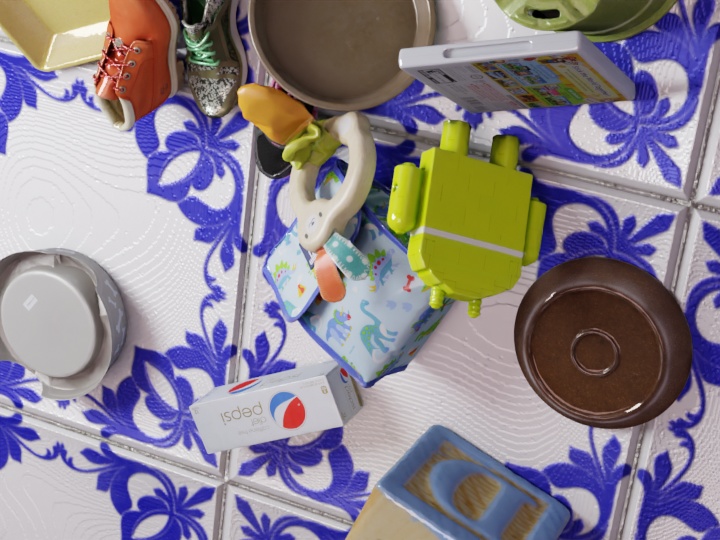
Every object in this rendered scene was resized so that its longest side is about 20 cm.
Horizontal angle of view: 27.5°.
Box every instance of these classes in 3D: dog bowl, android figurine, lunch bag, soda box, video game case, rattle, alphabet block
[{"bbox_3d":[-0.386,0.062,1.871,0.200,0.059,0.200,7,109,22],"label":"dog bowl"},{"bbox_3d":[0.114,-0.052,1.546,0.041,0.182,0.200,-14,67,64],"label":"android figurine"},{"bbox_3d":[0.000,0.000,1.643,0.200,0.127,0.170,44,117,17],"label":"lunch bag"},{"bbox_3d":[-0.102,0.164,1.773,0.200,0.064,0.068,-15,101,28],"label":"soda box"},{"bbox_3d":[0.160,-0.194,1.464,0.182,0.200,0.023,-2,81,25],"label":"video game case"},{"bbox_3d":[-0.060,-0.082,1.542,0.130,0.143,0.200,-2,70,33],"label":"rattle"},{"bbox_3d":[0.091,0.330,1.670,0.196,0.195,0.200,33,116,13],"label":"alphabet block"}]

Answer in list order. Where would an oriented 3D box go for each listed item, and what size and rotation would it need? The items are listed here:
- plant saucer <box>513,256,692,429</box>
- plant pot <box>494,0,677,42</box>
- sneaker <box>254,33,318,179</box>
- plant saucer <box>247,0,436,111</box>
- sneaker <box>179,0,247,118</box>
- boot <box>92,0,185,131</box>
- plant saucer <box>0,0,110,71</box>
[{"bbox_3d":[0.258,0.085,1.602,0.200,0.034,0.201,8,109,23],"label":"plant saucer"},{"bbox_3d":[0.202,-0.304,1.407,0.200,0.190,0.200,8,109,22],"label":"plant pot"},{"bbox_3d":[-0.081,-0.186,1.630,0.079,0.095,0.200,27,117,12],"label":"sneaker"},{"bbox_3d":[-0.020,-0.264,1.556,0.200,0.029,0.200,1,83,-7],"label":"plant saucer"},{"bbox_3d":[-0.179,-0.266,1.650,0.077,0.089,0.200,6,110,22],"label":"sneaker"},{"bbox_3d":[-0.256,-0.243,1.632,0.075,0.107,0.200,28,148,24],"label":"boot"},{"bbox_3d":[-0.339,-0.326,1.683,0.200,0.049,0.200,-9,140,26],"label":"plant saucer"}]
